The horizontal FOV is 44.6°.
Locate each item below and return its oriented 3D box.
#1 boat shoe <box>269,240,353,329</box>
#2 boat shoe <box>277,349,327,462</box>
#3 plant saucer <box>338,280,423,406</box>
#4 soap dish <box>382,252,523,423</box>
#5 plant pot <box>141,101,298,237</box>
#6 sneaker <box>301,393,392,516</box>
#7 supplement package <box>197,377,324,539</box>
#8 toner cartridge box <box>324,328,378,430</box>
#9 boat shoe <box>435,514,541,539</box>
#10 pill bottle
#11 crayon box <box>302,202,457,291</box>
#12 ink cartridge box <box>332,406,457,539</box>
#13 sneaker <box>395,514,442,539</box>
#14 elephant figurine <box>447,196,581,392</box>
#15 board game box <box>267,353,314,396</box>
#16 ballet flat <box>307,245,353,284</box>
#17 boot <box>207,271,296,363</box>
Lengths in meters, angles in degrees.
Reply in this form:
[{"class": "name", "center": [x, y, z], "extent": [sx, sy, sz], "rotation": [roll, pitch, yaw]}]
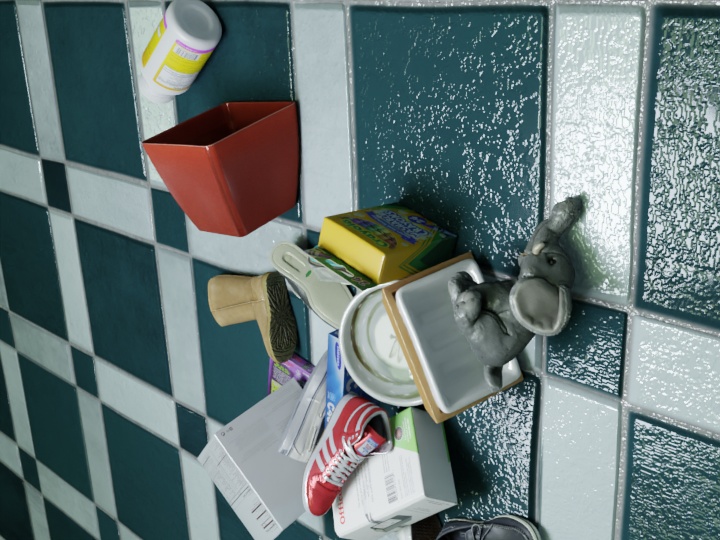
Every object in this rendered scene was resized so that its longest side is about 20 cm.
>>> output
[{"class": "boat shoe", "center": [-0.074, 0.031, 1.519], "extent": [0.200, 0.072, 0.068], "rotation": [44, 169, 17]}, {"class": "boat shoe", "center": [-0.073, 0.237, 1.527], "extent": [0.069, 0.202, 0.071], "rotation": [27, 154, -7]}, {"class": "plant saucer", "center": [0.065, 0.108, 1.370], "extent": [0.197, 0.050, 0.204], "rotation": [5, 106, 19]}, {"class": "soap dish", "center": [0.127, 0.095, 1.258], "extent": [0.203, 0.155, 0.081], "rotation": [67, 157, 3]}, {"class": "plant pot", "center": [-0.218, -0.169, 1.498], "extent": [0.198, 0.199, 0.179], "rotation": [11, 124, 43]}, {"class": "sneaker", "center": [-0.020, 0.297, 1.373], "extent": [0.112, 0.071, 0.203], "rotation": [7, 72, 56]}, {"class": "supplement package", "center": [-0.149, 0.345, 1.574], "extent": [0.201, 0.190, 0.147], "rotation": [51, 145, 10]}, {"class": "toner cartridge box", "center": [-0.012, 0.188, 1.478], "extent": [0.043, 0.094, 0.203], "rotation": [23, 121, 37]}, {"class": "boat shoe", "center": [0.197, 0.425, 1.374], "extent": [0.198, 0.062, 0.076], "rotation": [-14, 93, 47]}, {"class": "pill bottle", "center": [-0.334, -0.390, 1.587], "extent": [0.200, 0.103, 0.105], "rotation": [-39, 76, 47]}, {"class": "crayon box", "center": [0.030, -0.039, 1.264], "extent": [0.125, 0.198, 0.052], "rotation": [32, 122, 33]}, {"class": "ink cartridge box", "center": [0.046, 0.330, 1.408], "extent": [0.199, 0.083, 0.148], "rotation": [-34, 49, 35]}, {"class": "sneaker", "center": [0.081, 0.425, 1.495], "extent": [0.084, 0.072, 0.203], "rotation": [-36, 68, 50]}, {"class": "elephant figurine", "center": [0.224, 0.030, 1.144], "extent": [0.197, 0.143, 0.156], "rotation": [-23, 127, 17]}, {"class": "board game box", "center": [-0.098, 0.233, 1.636], "extent": [0.199, 0.032, 0.122], "rotation": [30, 129, 35]}, {"class": "ballet flat", "center": [0.000, 0.000, 1.426], "extent": [0.198, 0.068, 0.064], "rotation": [12, 142, 38]}, {"class": "boot", "center": [-0.209, 0.089, 1.674], "extent": [0.198, 0.065, 0.179], "rotation": [-9, 86, 47]}]
